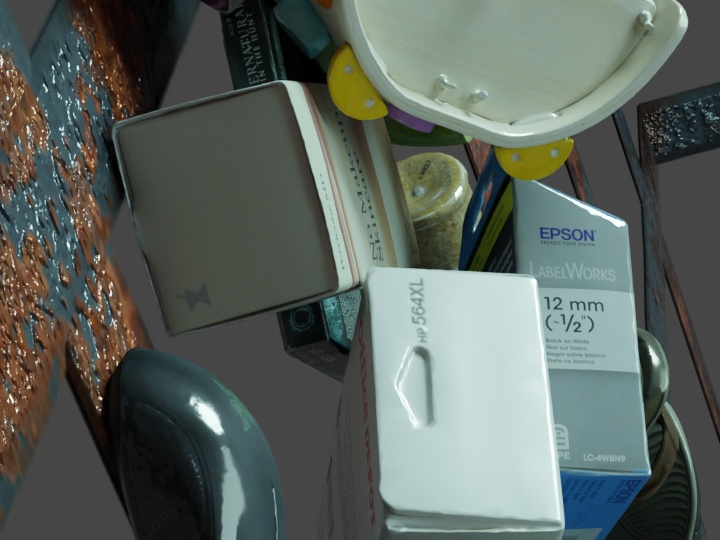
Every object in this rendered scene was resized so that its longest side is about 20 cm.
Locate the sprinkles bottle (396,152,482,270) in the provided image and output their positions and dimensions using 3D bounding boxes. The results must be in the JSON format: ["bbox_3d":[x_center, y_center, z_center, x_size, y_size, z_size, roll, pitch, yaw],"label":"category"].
[{"bbox_3d":[0.068,0.018,1.707,0.068,0.068,0.200,-91,161,-49],"label":"sprinkles bottle"}]

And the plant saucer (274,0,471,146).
[{"bbox_3d":[-0.011,-0.149,1.484,0.200,0.048,0.200,55,7,-4],"label":"plant saucer"}]

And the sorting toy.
[{"bbox_3d":[0.022,-0.130,1.287,0.199,0.107,0.180,19,8,-30],"label":"sorting toy"}]

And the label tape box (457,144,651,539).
[{"bbox_3d":[0.093,0.037,1.334,0.143,0.066,0.201,110,-18,-62],"label":"label tape box"}]

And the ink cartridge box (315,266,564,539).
[{"bbox_3d":[0.032,0.116,1.222,0.200,0.084,0.147,102,-12,-50],"label":"ink cartridge box"}]

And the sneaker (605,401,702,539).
[{"bbox_3d":[0.168,0.154,1.571,0.106,0.074,0.201,-59,146,-69],"label":"sneaker"}]

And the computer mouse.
[{"bbox_3d":[-0.052,0.124,1.088,0.138,0.052,0.201,8,67,-76],"label":"computer mouse"}]

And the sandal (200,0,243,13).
[{"bbox_3d":[-0.096,-0.161,1.236,0.082,0.050,0.203,32,-9,23],"label":"sandal"}]

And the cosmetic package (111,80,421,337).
[{"bbox_3d":[-0.039,-0.032,1.253,0.200,0.087,0.104,-20,95,-77],"label":"cosmetic package"}]

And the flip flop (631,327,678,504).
[{"bbox_3d":[0.138,0.098,1.413,0.200,0.057,0.081,101,-13,-51],"label":"flip flop"}]

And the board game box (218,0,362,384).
[{"bbox_3d":[-0.030,-0.043,1.443,0.135,0.028,0.201,35,42,-70],"label":"board game box"}]
